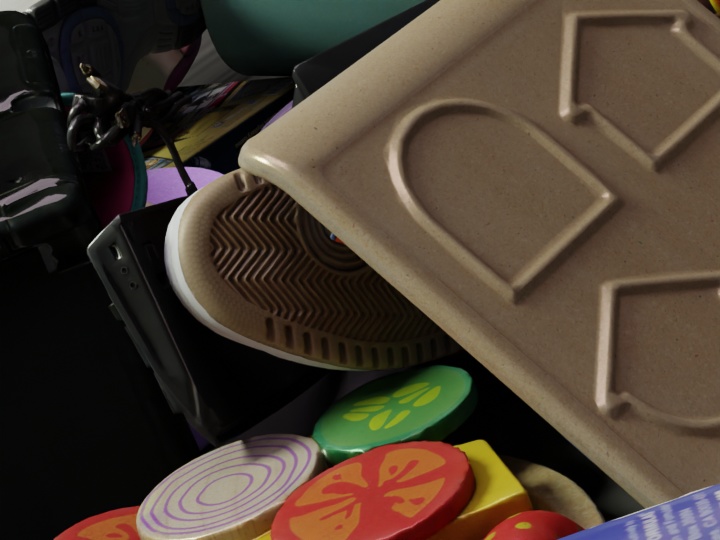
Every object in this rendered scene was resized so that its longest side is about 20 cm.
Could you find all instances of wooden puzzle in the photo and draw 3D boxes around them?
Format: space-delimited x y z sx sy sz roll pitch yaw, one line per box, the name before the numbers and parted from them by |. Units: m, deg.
wooden puzzle | 0.085 -0.011 0.710 0.200 0.046 0.185 38 47 14

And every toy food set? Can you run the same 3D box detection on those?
toy food set | -0.027 0.099 0.647 0.199 0.049 0.198 -24 20 -6

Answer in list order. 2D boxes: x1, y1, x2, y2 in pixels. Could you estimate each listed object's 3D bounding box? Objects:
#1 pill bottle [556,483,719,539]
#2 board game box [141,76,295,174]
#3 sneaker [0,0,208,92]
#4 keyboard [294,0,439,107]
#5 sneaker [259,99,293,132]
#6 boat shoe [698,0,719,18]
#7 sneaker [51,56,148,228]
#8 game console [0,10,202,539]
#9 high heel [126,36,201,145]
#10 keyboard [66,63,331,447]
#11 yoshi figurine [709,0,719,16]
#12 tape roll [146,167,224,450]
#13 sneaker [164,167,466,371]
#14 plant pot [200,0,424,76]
pill bottle | 0.018 0.122 0.437 0.199 0.120 0.120 -20 20 5
board game box | -0.126 -0.034 1.115 0.135 0.035 0.200 1 30 47
sneaker | -0.139 -0.116 1.053 0.086 0.075 0.200 12 27 20
keyboard | 0.057 -0.099 0.844 0.199 0.128 0.021 -30 61 -27
sneaker | 0.038 -0.090 1.039 0.199 0.076 0.088 -24 14 -8
boat shoe | 0.138 -0.107 0.982 0.199 0.071 0.070 -33 22 -31
sneaker | -0.130 -0.042 0.871 0.120 0.084 0.200 -16 28 28
game console | -0.169 0.033 0.771 0.199 0.117 0.176 -23 43 0
high heel | -0.138 -0.083 1.141 0.096 0.067 0.201 -43 13 46
keyboard | -0.055 -0.011 0.776 0.020 0.128 0.200 -24 0 12
yoshi figurine | 0.246 -0.138 0.914 0.199 0.113 0.112 -24 36 -15
tape roll | -0.129 0.032 0.904 0.199 0.066 0.200 -18 20 7
sneaker | 0.000 0.000 0.773 0.199 0.072 0.112 -1 -5 -37
plant pot | 0.029 -0.187 1.125 0.160 0.202 0.201 9 30 17
